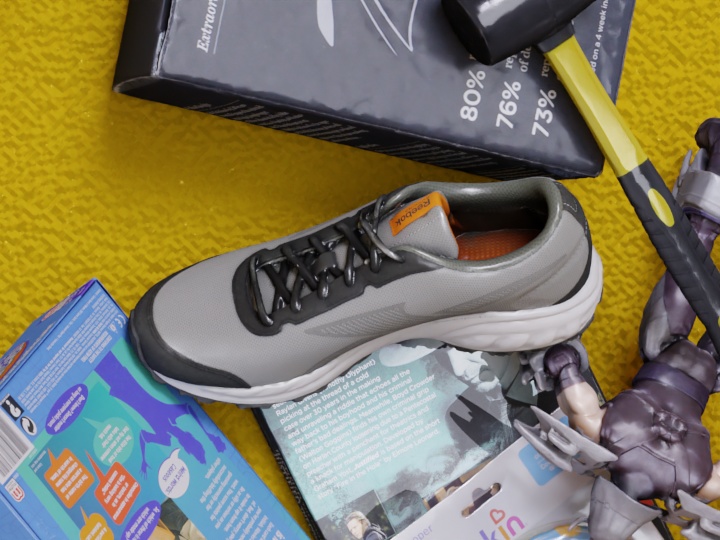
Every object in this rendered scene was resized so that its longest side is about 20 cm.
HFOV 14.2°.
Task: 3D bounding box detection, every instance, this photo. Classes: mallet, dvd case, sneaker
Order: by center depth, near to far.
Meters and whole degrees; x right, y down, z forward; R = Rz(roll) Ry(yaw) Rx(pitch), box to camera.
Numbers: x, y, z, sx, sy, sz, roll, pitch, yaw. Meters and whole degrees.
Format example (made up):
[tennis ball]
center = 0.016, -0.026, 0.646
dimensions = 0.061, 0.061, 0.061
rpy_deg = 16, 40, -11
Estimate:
[mallet]
center = 0.114, -0.054, 1.173
dimensions = 0.066, 0.041, 0.200
rpy_deg = -41, 104, -8
[sneaker]
center = 0.000, 0.000, 1.197
dimensions = 0.200, 0.079, 0.074
rpy_deg = -12, 55, -1
[dvd case]
center = 0.043, 0.085, 1.266
dimensions = 0.146, 0.022, 0.200
rpy_deg = -28, 98, -13

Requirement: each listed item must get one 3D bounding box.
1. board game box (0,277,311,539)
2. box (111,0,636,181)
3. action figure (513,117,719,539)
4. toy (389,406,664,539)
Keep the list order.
[board game box]
center = -0.085, 0.119, 1.170
dimensions = 0.045, 0.152, 0.200
rpy_deg = -34, 100, 28
[box]
center = 0.010, -0.127, 1.215
dimensions = 0.199, 0.104, 0.148
rpy_deg = 13, 87, -14
[action figure]
center = 0.141, 0.038, 1.249
dimensions = 0.130, 0.069, 0.200
rpy_deg = 31, 73, -17
[toy]
center = 0.108, 0.172, 1.248
dimensions = 0.115, 0.047, 0.200
rpy_deg = -37, 100, -14
